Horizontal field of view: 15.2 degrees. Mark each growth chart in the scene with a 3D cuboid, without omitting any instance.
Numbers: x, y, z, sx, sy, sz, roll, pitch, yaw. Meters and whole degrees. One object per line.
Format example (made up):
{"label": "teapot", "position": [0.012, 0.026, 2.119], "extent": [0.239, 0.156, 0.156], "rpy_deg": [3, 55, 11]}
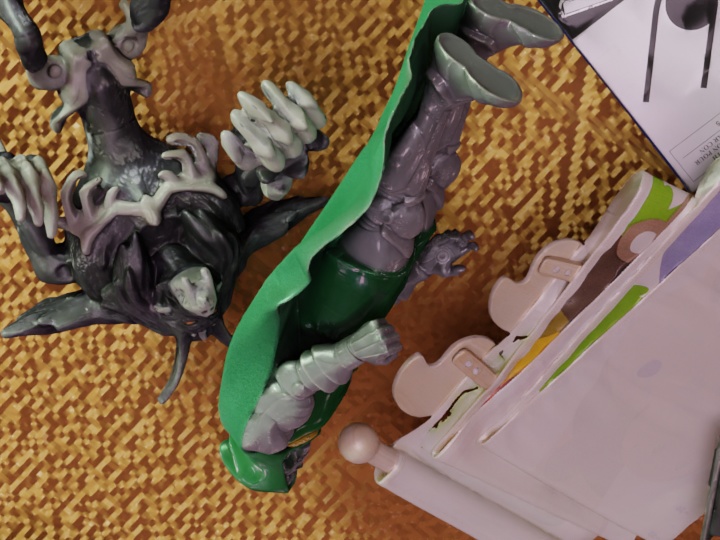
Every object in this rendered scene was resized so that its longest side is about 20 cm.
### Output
{"label": "growth chart", "position": [0.102, 0.027, 0.888], "extent": [0.200, 0.018, 0.145], "rpy_deg": [-40, 126, 13]}

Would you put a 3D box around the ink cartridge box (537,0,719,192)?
{"label": "ink cartridge box", "position": [0.154, -0.124, 0.852], "extent": [0.200, 0.044, 0.094], "rpy_deg": [-37, 105, 11]}

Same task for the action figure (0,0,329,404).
{"label": "action figure", "position": [-0.076, -0.044, 0.850], "extent": [0.119, 0.102, 0.200], "rpy_deg": [-23, 108, -5]}

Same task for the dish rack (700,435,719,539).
{"label": "dish rack", "position": [0.179, 0.141, 0.919], "extent": [0.153, 0.055, 0.200], "rpy_deg": [4, 117, -2]}

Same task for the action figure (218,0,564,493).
{"label": "action figure", "position": [0.000, 0.000, 0.855], "extent": [0.055, 0.118, 0.200], "rpy_deg": [32, 128, 5]}
